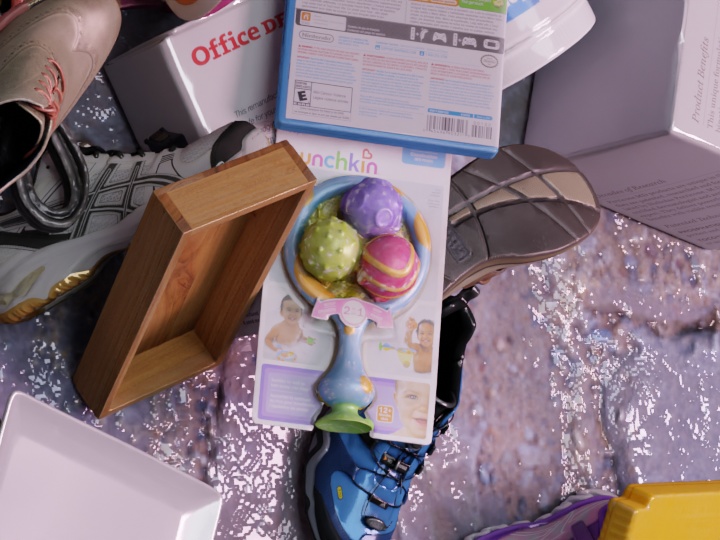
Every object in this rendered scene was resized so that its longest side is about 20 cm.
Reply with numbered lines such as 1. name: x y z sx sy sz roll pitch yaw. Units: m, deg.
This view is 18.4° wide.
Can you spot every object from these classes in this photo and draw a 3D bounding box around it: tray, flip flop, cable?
1. tray: -0.104 0.007 1.339 0.098 0.200 0.037 -24 68 -35
2. tray: -0.162 0.155 1.346 0.200 0.022 0.108 33 63 -47
3. flip flop: 0.065 -0.017 1.444 0.199 0.058 0.081 -29 81 -19
4. cable: -0.190 -0.126 1.309 0.097 0.050 0.202 16 63 -29

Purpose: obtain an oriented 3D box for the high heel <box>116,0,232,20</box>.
1. high heel: -0.090 -0.189 1.376 0.095 0.200 0.068 -18 93 -29

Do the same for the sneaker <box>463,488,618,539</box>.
1. sneaker: 0.137 0.205 1.535 0.199 0.088 0.081 -23 97 -34

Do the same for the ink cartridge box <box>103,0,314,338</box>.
1. ink cartridge box: -0.056 -0.078 1.450 0.144 0.084 0.201 -30 101 -34

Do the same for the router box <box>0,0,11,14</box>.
1. router box: -0.247 -0.250 1.366 0.157 0.052 0.201 23 70 -29

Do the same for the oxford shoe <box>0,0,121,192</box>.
1. oxford shoe: -0.185 -0.091 1.237 0.200 0.074 0.071 -54 130 -32

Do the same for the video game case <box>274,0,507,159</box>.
1. video game case: 0.024 -0.177 1.415 0.142 0.018 0.202 7 74 -9

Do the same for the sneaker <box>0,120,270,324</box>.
1. sneaker: -0.153 -0.050 1.344 0.199 0.076 0.088 -30 87 -1

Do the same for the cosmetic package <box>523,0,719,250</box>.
1. cosmetic package: 0.251 -0.132 1.621 0.199 0.166 0.169 20 71 -31

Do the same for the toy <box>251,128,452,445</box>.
1. toy: 0.000 0.000 1.371 0.114 0.047 0.202 8 78 -12

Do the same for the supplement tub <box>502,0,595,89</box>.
1. supplement tub: 0.061 -0.227 1.527 0.132 0.132 0.201 -38 103 -32

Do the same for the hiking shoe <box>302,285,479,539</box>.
1. hiking shoe: 0.019 0.102 1.471 0.074 0.086 0.201 24 70 -29

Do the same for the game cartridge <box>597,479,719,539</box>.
1. game cartridge: 0.200 0.242 1.535 0.176 0.032 0.202 6 101 -52
